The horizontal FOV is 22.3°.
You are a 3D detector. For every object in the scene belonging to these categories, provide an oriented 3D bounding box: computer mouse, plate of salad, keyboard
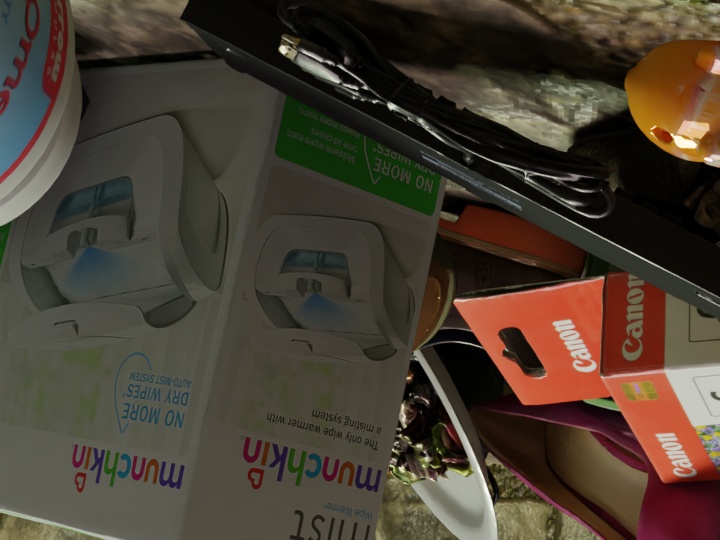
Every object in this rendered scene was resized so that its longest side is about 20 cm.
[{"bbox_3d":[0.045,0.052,1.021,0.139,0.053,0.200,54,165,29],"label":"computer mouse"},{"bbox_3d":[0.009,0.067,0.967,0.048,0.201,0.200,-29,-179,-13],"label":"plate of salad"},{"bbox_3d":[0.036,-0.037,0.544,0.199,0.021,0.127,27,179,7],"label":"keyboard"}]

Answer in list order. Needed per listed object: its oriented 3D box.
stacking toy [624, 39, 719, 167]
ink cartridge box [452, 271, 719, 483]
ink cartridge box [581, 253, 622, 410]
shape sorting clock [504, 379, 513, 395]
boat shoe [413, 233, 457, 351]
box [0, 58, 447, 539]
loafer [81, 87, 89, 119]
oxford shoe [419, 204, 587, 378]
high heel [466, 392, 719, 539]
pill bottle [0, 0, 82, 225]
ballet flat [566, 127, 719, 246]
[{"bbox_3d":[0.160,-0.016,0.451,0.199,0.110,0.116,22,159,14],"label":"stacking toy"},{"bbox_3d":[0.145,0.044,0.749,0.199,0.051,0.109,-7,148,22],"label":"ink cartridge box"},{"bbox_3d":[0.149,0.039,0.915,0.103,0.060,0.200,12,172,2],"label":"ink cartridge box"},{"bbox_3d":[0.149,0.084,1.100,0.198,0.040,0.200,11,-168,-2],"label":"shape sorting clock"},{"bbox_3d":[-0.029,0.036,0.785,0.076,0.074,0.200,44,144,-3],"label":"boat shoe"},{"bbox_3d":[-0.076,0.018,0.710,0.096,0.178,0.199,19,170,-41],"label":"box"},{"bbox_3d":[-0.190,-0.052,0.719,0.199,0.073,0.073,-3,140,51],"label":"loafer"},{"bbox_3d":[0.000,0.000,0.831,0.198,0.073,0.071,12,172,7],"label":"oxford shoe"},{"bbox_3d":[0.107,0.101,0.847,0.095,0.068,0.200,6,-161,-6],"label":"high heel"},{"bbox_3d":[-0.135,-0.067,0.464,0.108,0.110,0.200,11,172,8],"label":"pill bottle"},{"bbox_3d":[0.107,-0.022,0.613,0.067,0.047,0.200,12,171,-6],"label":"ballet flat"}]
